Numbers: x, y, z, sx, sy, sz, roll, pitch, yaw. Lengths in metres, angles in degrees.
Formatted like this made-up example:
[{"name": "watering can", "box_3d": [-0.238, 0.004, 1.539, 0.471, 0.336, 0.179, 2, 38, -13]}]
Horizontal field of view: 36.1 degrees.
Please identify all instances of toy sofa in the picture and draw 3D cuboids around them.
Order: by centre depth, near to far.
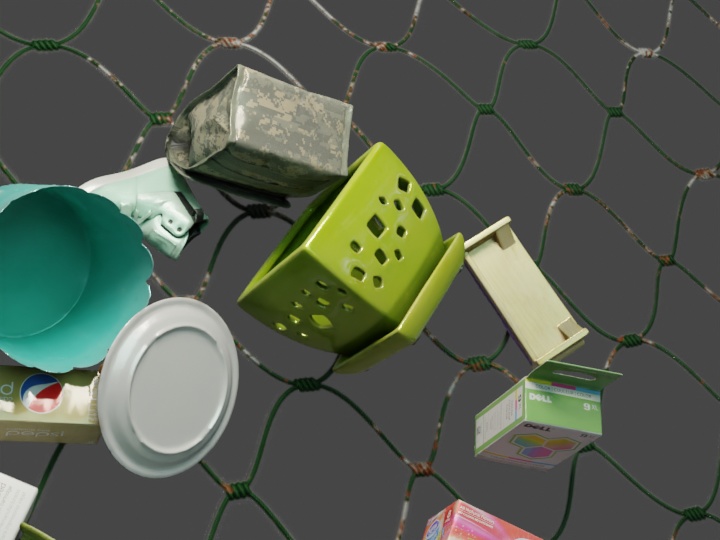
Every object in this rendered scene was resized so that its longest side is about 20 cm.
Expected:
[{"name": "toy sofa", "box_3d": [0.214, 0.036, 1.488, 0.082, 0.098, 0.201, -32, 78, -7]}]

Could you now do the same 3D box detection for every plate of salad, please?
[{"name": "plate of salad", "box_3d": [-0.215, 0.129, 1.227, 0.199, 0.048, 0.202, -9, 102, -49]}]

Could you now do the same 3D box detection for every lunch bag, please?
[{"name": "lunch bag", "box_3d": [-0.131, -0.149, 1.352, 0.163, 0.200, 0.119, 15, 70, -30]}]

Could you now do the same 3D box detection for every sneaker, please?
[{"name": "sneaker", "box_3d": [-0.274, -0.054, 1.323, 0.200, 0.074, 0.118, -30, 71, -35]}]

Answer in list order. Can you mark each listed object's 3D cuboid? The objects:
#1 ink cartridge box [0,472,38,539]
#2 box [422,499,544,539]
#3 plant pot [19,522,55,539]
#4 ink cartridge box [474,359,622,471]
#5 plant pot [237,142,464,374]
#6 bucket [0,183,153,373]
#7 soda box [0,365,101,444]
[{"name": "ink cartridge box", "box_3d": [-0.443, 0.251, 1.088, 0.199, 0.084, 0.145, 25, 57, -8]}, {"name": "box", "box_3d": [0.169, 0.360, 1.278, 0.199, 0.095, 0.103, 27, 56, -7]}, {"name": "plant pot", "box_3d": [-0.294, 0.373, 1.041, 0.199, 0.200, 0.191, 34, 68, -2]}, {"name": "ink cartridge box", "box_3d": [0.224, 0.179, 1.334, 0.103, 0.200, 0.060, 13, 60, -15]}, {"name": "plant pot", "box_3d": [0.000, 0.000, 1.341, 0.181, 0.200, 0.199, 41, 55, -9]}, {"name": "bucket", "box_3d": [-0.342, 0.002, 1.186, 0.206, 0.134, 0.209, -8, 103, -37]}, {"name": "soda box", "box_3d": [-0.375, 0.143, 1.183, 0.198, 0.068, 0.064, 6, 61, -19]}]
